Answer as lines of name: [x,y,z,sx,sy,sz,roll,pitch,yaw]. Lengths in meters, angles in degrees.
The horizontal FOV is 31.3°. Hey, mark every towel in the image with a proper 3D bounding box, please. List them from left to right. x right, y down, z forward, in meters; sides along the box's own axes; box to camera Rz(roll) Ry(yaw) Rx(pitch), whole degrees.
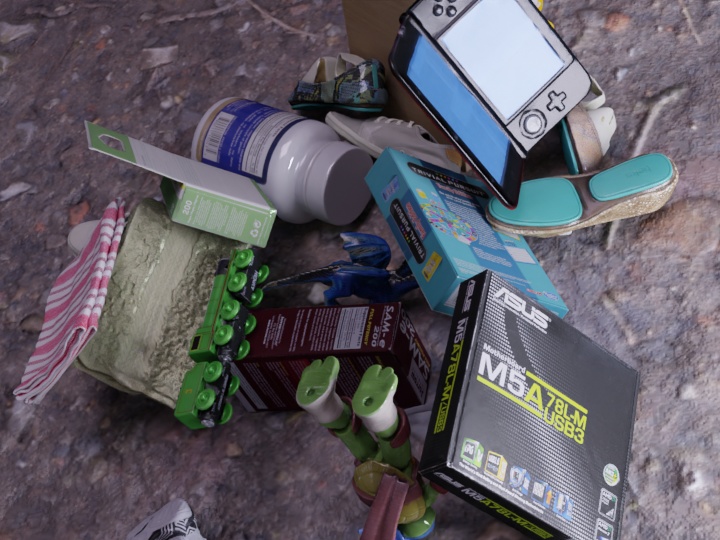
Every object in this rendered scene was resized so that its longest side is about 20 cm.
towel: [-0.299,0.028,1.334,0.146,0.030,0.201,-46,27,35]
towel: [-0.203,0.033,1.329,0.147,0.037,0.201,20,75,5]

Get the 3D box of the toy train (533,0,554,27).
toy train: [0.144,-0.274,1.458,0.149,0.200,0.056,13,79,18]

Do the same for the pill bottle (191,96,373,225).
pill bottle: [-0.087,-0.121,1.472,0.199,0.120,0.120,22,64,35]

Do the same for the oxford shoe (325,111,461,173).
oxford shoe: [0.041,-0.145,1.457,0.199,0.075,0.058,30,96,37]

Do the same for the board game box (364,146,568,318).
board game box: [0.104,-0.027,1.292,0.047,0.150,0.201,-53,40,26]

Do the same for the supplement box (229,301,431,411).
supplement box: [-0.040,0.089,1.290,0.198,0.109,0.061,-3,53,22]

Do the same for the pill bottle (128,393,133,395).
pill bottle: [-0.209,0.032,1.408,0.200,0.116,0.116,-41,48,-10]

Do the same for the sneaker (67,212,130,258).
sneaker: [-0.273,-0.039,1.520,0.199,0.081,0.076,8,59,31]

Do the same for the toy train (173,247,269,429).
toy train: [-0.137,0.064,1.257,0.056,0.042,0.201,-12,50,31]

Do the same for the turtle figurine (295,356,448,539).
turtle figurine: [0.041,0.138,1.157,0.199,0.194,0.144,-38,40,-3]

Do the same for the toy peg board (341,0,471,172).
toy peg board: [0.082,-0.250,1.460,0.097,0.200,0.200,-32,45,-24]

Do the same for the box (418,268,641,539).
box: [0.154,0.130,1.117,0.047,0.199,0.194,-27,37,49]

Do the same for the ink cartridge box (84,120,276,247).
ink cartridge box: [-0.195,-0.090,1.332,0.146,0.198,0.048,-129,57,-68]

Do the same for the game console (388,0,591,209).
game console: [0.135,-0.194,1.278,0.172,0.200,0.119,-43,20,0]

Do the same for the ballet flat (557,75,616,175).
ballet flat: [0.240,-0.171,1.402,0.067,0.068,0.201,-16,50,2]

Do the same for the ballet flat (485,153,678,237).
ballet flat: [0.228,-0.065,1.317,0.198,0.065,0.071,-11,58,5]

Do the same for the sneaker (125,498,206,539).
sneaker: [-0.162,0.293,1.209,0.075,0.115,0.200,-35,13,-6]

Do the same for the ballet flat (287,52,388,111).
ballet flat: [-0.026,-0.222,1.520,0.074,0.074,0.199,-49,28,-17]

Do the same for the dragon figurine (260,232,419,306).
dragon figurine: [0.000,0.000,1.324,0.198,0.100,0.059,12,49,-10]
